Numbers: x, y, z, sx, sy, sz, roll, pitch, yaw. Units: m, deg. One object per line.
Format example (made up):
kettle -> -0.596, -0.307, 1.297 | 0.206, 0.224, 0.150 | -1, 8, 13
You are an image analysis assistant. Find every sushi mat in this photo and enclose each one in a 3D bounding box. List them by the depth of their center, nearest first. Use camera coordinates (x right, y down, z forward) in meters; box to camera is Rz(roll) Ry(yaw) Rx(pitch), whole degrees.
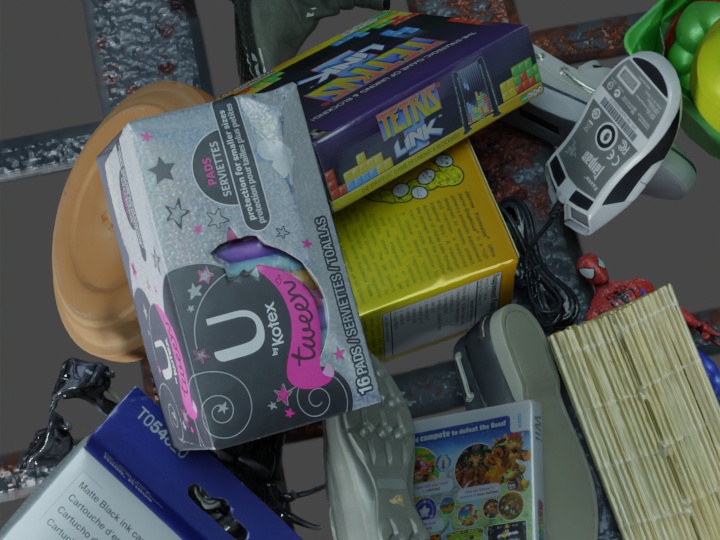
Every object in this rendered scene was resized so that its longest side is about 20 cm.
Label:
sushi mat -> 0.205, 0.119, 1.203 | 0.095, 0.012, 0.201 | -22, 80, 10

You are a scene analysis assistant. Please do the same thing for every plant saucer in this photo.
plant saucer -> -0.159, -0.037, 1.234 | 0.200, 0.032, 0.202 | -20, 62, 43

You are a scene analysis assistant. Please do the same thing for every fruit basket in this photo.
fruit basket -> 0.291, -0.141, 1.243 | 0.155, 0.216, 0.215 | -43, 72, -15

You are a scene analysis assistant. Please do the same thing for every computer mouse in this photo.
computer mouse -> 0.168, -0.063, 1.241 | 0.200, 0.044, 0.110 | -53, 48, 26

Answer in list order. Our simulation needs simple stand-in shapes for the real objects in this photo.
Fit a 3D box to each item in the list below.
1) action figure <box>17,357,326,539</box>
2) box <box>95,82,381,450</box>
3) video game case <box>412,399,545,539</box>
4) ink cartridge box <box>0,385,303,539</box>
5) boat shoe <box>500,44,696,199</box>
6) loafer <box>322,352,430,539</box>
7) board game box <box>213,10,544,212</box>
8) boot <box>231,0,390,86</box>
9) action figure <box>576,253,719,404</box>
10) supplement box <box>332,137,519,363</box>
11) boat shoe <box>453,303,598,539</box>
action figure -> -0.124, 0.134, 1.199 | 0.199, 0.102, 0.120 | 25, 59, -15
box -> -0.080, 0.002, 1.090 | 0.114, 0.132, 0.202 | -16, 89, -17
video game case -> 0.058, 0.194, 1.170 | 0.142, 0.018, 0.202 | -14, 63, 31
ink cartridge box -> -0.135, 0.209, 1.111 | 0.199, 0.041, 0.200 | 43, 73, -7
boat shoe -> 0.169, -0.124, 1.313 | 0.199, 0.071, 0.070 | 29, 72, 19
loafer -> 0.002, 0.148, 1.171 | 0.070, 0.070, 0.201 | 12, 55, -34
board game box -> 0.001, -0.118, 1.244 | 0.199, 0.057, 0.165 | -31, 26, -29
boot -> -0.035, -0.202, 1.355 | 0.130, 0.068, 0.201 | -8, 68, -8
action figure -> 0.220, 0.063, 1.243 | 0.065, 0.052, 0.200 | -38, 69, -8
supplement box -> 0.000, 0.000, 1.242 | 0.199, 0.109, 0.110 | -19, 68, -7
boat shoe -> 0.111, 0.127, 1.224 | 0.063, 0.072, 0.201 | -27, 68, 38
